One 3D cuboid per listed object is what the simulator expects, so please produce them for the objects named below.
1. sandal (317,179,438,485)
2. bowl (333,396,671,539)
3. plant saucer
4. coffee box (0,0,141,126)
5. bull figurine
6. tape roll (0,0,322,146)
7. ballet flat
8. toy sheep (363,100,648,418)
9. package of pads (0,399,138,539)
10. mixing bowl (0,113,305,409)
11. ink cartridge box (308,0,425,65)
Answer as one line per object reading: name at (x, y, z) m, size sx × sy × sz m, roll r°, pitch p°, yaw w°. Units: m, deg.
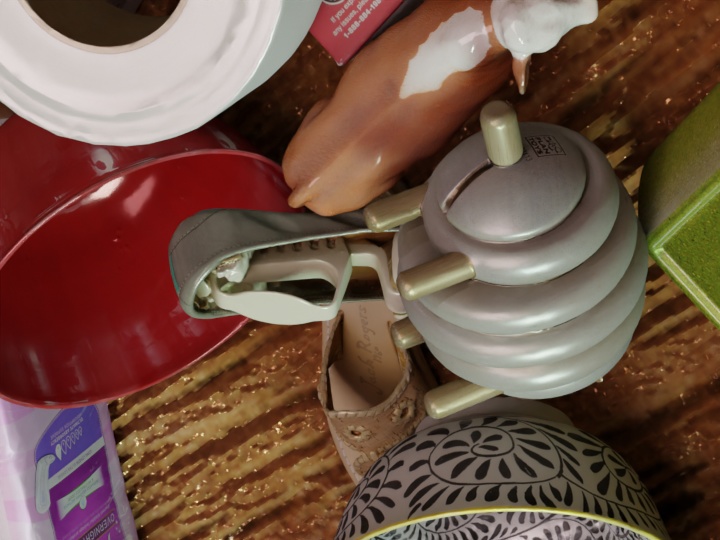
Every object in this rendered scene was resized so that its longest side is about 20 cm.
sandal at (-0.001, 0.055, 1.510) m, size 0.077 × 0.070 × 0.213 m, roll 5°, pitch 112°, yaw 26°
bowl at (0.073, 0.128, 1.467) m, size 0.199 × 0.095 × 0.201 m, roll 0°, pitch 150°, yaw 0°
plant saucer at (0.217, 0.004, 1.322) m, size 0.200 × 0.048 × 0.200 m, roll 47°, pitch 159°, yaw 4°
coffee box at (-0.217, -0.117, 1.550) m, size 0.113 × 0.080 × 0.200 m, roll 42°, pitch 122°, yaw 10°
bull figurine at (0.040, -0.101, 1.391) m, size 0.200 × 0.121 × 0.065 m, roll -36°, pitch 94°, yaw 28°
tape roll at (-0.118, -0.166, 1.368) m, size 0.201 × 0.071 × 0.204 m, roll 6°, pitch 110°, yaw 18°
ballet flat at (0.000, 0.000, 1.441) m, size 0.199 × 0.064 × 0.068 m, roll -3°, pitch 137°, yaw -4°
toy sheep at (0.077, -0.006, 1.365) m, size 0.137 × 0.138 × 0.201 m, roll 17°, pitch 147°, yaw 21°
package of pads at (-0.194, 0.126, 1.612) m, size 0.075 × 0.120 × 0.201 m, roll -1°, pitch 109°, yaw 28°
mixing bowl at (-0.141, -0.031, 1.498) m, size 0.200 × 0.199 × 0.109 m, roll -54°, pitch 54°, yaw 33°
ink cartridge box at (-0.019, -0.230, 1.398) m, size 0.200 × 0.083 × 0.147 m, roll 47°, pitch 124°, yaw 3°
